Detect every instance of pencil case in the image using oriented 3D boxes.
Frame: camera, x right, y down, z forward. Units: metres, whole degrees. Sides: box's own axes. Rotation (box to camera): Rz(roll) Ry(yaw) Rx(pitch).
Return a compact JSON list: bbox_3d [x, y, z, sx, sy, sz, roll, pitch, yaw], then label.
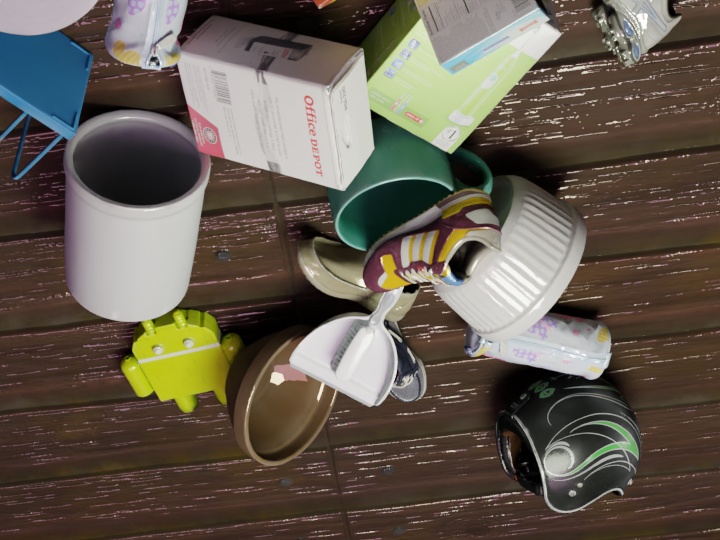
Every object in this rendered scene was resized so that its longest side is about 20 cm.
[{"bbox_3d":[0.243,0.093,1.770,0.198,0.091,0.084,12,89,-16],"label":"pencil case"},{"bbox_3d":[-0.213,-0.311,1.334,0.082,0.091,0.202,8,117,-12],"label":"pencil case"}]

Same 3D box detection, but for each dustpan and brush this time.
[{"bbox_3d":[0.006,0.083,1.682,0.139,0.057,0.201,27,108,-8],"label":"dustpan and brush"}]

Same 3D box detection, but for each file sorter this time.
[{"bbox_3d":[-0.417,-0.216,1.413,0.199,0.140,0.122,34,128,-30],"label":"file sorter"}]

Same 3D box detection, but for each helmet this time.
[{"bbox_3d":[0.309,0.243,1.859,0.189,0.201,0.201,-19,137,-17],"label":"helmet"}]

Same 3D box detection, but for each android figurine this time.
[{"bbox_3d":[-0.246,0.125,1.816,0.180,0.041,0.201,-11,135,7],"label":"android figurine"}]

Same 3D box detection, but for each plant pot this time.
[{"bbox_3d":[-0.123,0.161,1.792,0.092,0.201,0.202,23,145,32],"label":"plant pot"}]

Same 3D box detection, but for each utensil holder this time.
[{"bbox_3d":[-0.272,-0.061,1.548,0.168,0.171,0.201,6,135,-9],"label":"utensil holder"}]

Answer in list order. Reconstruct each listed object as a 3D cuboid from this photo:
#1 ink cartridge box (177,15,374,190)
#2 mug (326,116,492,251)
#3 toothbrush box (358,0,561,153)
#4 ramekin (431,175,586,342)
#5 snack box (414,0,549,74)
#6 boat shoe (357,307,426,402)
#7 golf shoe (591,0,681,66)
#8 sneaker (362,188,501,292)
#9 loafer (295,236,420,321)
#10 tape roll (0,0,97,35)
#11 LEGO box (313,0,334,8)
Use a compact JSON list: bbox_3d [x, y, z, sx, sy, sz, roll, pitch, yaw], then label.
[{"bbox_3d":[-0.092,-0.188,1.437,0.199,0.085,0.146,18,140,24],"label":"ink cartridge box"},{"bbox_3d":[0.046,-0.109,1.550,0.184,0.115,0.152,12,141,-35],"label":"mug"},{"bbox_3d":[0.103,-0.251,1.444,0.145,0.087,0.200,25,129,-26],"label":"toothbrush box"},{"bbox_3d":[0.174,-0.024,1.597,0.105,0.201,0.200,35,123,-20],"label":"ramekin"},{"bbox_3d":[0.102,-0.315,1.311,0.116,0.202,0.037,-27,160,22],"label":"snack box"},{"bbox_3d":[0.044,0.143,1.813,0.074,0.093,0.201,-18,132,13],"label":"boat shoe"},{"bbox_3d":[0.292,-0.325,1.409,0.097,0.079,0.200,-31,136,2],"label":"golf shoe"},{"bbox_3d":[0.080,-0.012,1.517,0.075,0.091,0.200,18,136,-41],"label":"sneaker"},{"bbox_3d":[0.000,0.000,1.692,0.199,0.076,0.068,25,127,-37],"label":"loafer"},{"bbox_3d":[-0.347,-0.347,1.314,0.198,0.066,0.202,-2,124,-3],"label":"tape roll"},{"bbox_3d":[0.001,-0.383,1.276,0.199,0.077,0.149,-33,98,25],"label":"LEGO box"}]
